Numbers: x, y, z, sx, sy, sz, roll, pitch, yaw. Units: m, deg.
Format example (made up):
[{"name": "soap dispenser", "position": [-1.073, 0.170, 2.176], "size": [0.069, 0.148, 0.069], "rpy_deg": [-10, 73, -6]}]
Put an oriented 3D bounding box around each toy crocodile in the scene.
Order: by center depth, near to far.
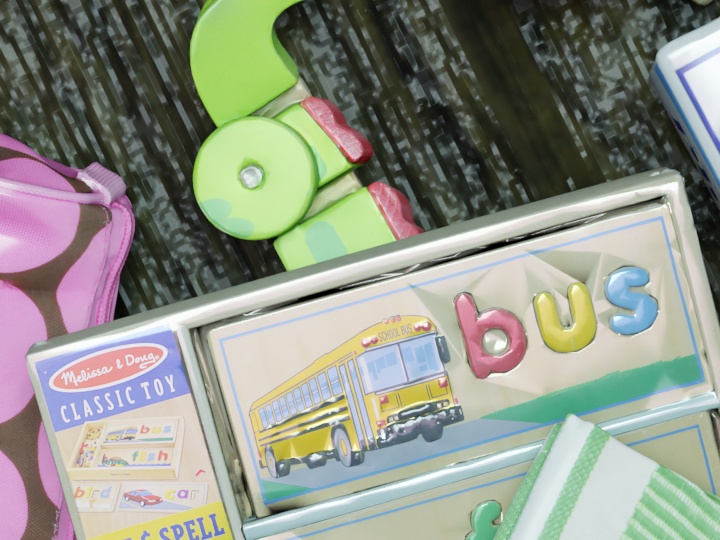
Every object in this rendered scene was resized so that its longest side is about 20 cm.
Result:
[{"name": "toy crocodile", "position": [0.000, 0.000, 0.806], "size": [0.062, 0.068, 0.201], "rpy_deg": [-29, 89, 7]}]

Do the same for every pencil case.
[{"name": "pencil case", "position": [-0.123, 0.056, 0.815], "size": [0.093, 0.091, 0.201], "rpy_deg": [8, 93, 17]}]

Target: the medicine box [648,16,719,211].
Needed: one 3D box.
[{"name": "medicine box", "position": [0.214, -0.030, 0.760], "size": [0.199, 0.103, 0.183], "rpy_deg": [-28, 90, 8]}]

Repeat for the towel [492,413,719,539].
[{"name": "towel", "position": [0.109, 0.151, 0.716], "size": [0.199, 0.023, 0.153], "rpy_deg": [30, 74, -7]}]

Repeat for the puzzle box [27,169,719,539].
[{"name": "puzzle box", "position": [0.015, 0.059, 0.754], "size": [0.199, 0.025, 0.134], "rpy_deg": [-16, 96, -1]}]

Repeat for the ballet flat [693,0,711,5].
[{"name": "ballet flat", "position": [0.026, -0.121, 0.800], "size": [0.199, 0.071, 0.071], "rpy_deg": [11, 95, 6]}]
